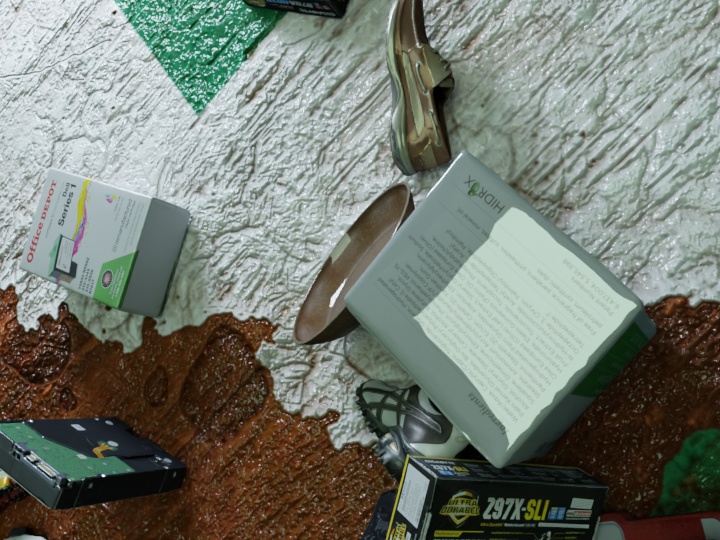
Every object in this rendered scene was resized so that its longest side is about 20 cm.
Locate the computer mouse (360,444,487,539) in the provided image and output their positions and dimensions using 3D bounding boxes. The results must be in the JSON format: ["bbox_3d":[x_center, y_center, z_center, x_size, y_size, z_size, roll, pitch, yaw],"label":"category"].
[{"bbox_3d":[0.063,0.248,0.692,0.139,0.046,0.202,-13,40,42],"label":"computer mouse"}]

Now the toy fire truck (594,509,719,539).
[{"bbox_3d":[0.278,0.302,0.605,0.167,0.111,0.204,-25,68,45],"label":"toy fire truck"}]

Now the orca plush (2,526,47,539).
[{"bbox_3d":[-0.485,0.410,0.959,0.196,0.105,0.072,-21,112,-3],"label":"orca plush"}]

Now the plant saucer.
[{"bbox_3d":[0.000,0.000,0.762,0.036,0.201,0.201,36,100,-15],"label":"plant saucer"}]

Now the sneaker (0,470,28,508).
[{"bbox_3d":[-0.530,0.300,1.006,0.198,0.078,0.083,-31,65,8],"label":"sneaker"}]

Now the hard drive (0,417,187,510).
[{"bbox_3d":[-0.313,0.217,0.840,0.138,0.199,0.039,23,90,26],"label":"hard drive"}]

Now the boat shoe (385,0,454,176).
[{"bbox_3d":[0.071,-0.208,0.807,0.070,0.075,0.205,-4,88,21],"label":"boat shoe"}]

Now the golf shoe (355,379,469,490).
[{"bbox_3d":[0.054,0.146,0.708,0.094,0.200,0.078,-36,108,-1],"label":"golf shoe"}]

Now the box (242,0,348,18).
[{"bbox_3d":[-0.065,-0.432,0.922,0.156,0.046,0.204,16,88,27],"label":"box"}]

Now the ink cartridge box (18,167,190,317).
[{"bbox_3d":[-0.340,-0.039,0.963,0.197,0.084,0.148,17,88,27],"label":"ink cartridge box"}]

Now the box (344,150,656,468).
[{"bbox_3d":[0.132,0.040,0.657,0.172,0.198,0.200,-49,65,10],"label":"box"}]

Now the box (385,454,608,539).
[{"bbox_3d":[0.112,0.248,0.627,0.049,0.196,0.163,20,98,61],"label":"box"}]
